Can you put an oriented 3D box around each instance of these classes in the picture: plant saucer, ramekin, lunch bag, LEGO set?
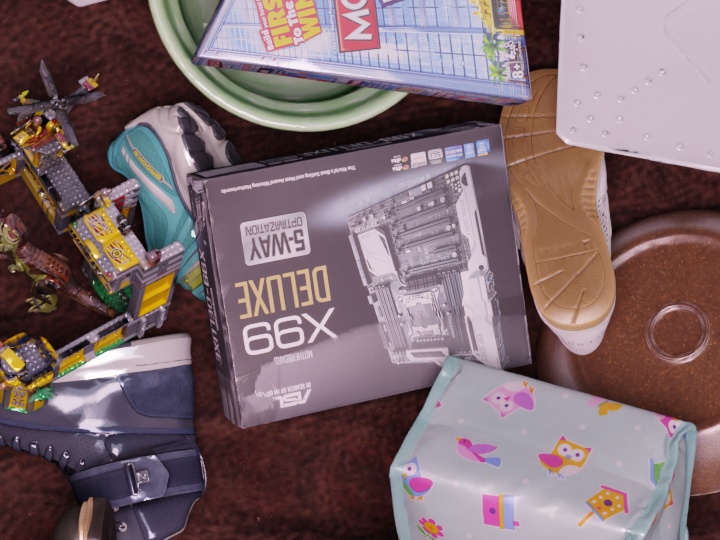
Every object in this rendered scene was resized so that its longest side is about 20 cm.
[{"bbox_3d":[0.208,0.045,1.373,0.200,0.037,0.201,-7,66,17],"label":"plant saucer"},{"bbox_3d":[-0.040,-0.187,1.362,0.199,0.098,0.201,0,91,-7],"label":"ramekin"},{"bbox_3d":[0.117,0.167,1.330,0.170,0.200,0.122,14,51,19],"label":"lunch bag"},{"bbox_3d":[-0.200,-0.025,1.301,0.153,0.116,0.200,-20,69,-22],"label":"LEGO set"}]

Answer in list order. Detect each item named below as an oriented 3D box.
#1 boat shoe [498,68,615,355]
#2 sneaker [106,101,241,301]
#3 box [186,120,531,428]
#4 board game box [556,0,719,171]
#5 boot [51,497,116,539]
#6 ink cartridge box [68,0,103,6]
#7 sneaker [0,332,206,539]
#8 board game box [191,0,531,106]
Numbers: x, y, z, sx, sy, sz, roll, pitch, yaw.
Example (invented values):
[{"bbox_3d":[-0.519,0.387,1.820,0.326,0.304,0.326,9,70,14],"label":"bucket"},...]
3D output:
[{"bbox_3d":[0.128,-0.037,1.386,0.070,0.069,0.201,-5,60,6],"label":"boat shoe"},{"bbox_3d":[-0.096,-0.013,1.381,0.079,0.078,0.201,-21,101,27],"label":"sneaker"},{"bbox_3d":[0.000,0.000,1.331,0.199,0.050,0.158,-11,100,-18],"label":"box"},{"bbox_3d":[0.221,-0.149,1.283,0.199,0.026,0.201,11,130,16],"label":"board game box"},{"bbox_3d":[-0.226,0.215,1.316,0.138,0.078,0.201,10,126,-3],"label":"boot"},{"bbox_3d":[-0.099,-0.271,1.271,0.043,0.199,0.199,26,65,-48],"label":"ink cartridge box"},{"bbox_3d":[-0.198,0.127,1.357,0.201,0.077,0.147,-8,89,-8],"label":"sneaker"},{"bbox_3d":[-0.009,-0.189,1.285,0.199,0.062,0.201,-7,91,-8],"label":"board game box"}]
